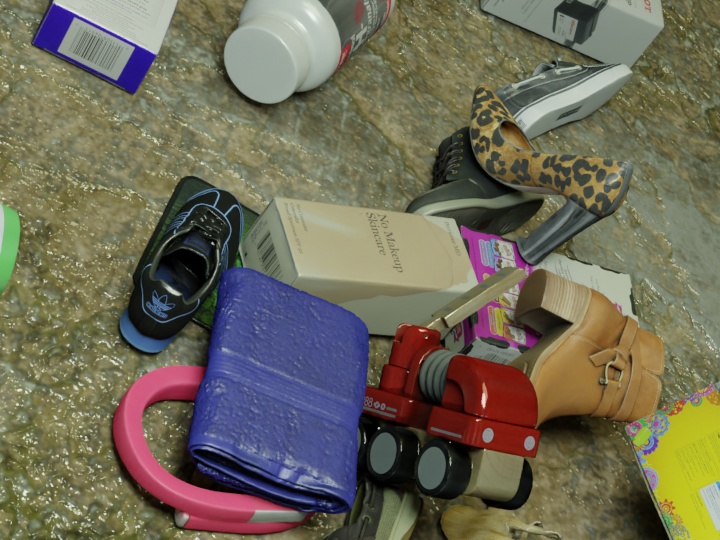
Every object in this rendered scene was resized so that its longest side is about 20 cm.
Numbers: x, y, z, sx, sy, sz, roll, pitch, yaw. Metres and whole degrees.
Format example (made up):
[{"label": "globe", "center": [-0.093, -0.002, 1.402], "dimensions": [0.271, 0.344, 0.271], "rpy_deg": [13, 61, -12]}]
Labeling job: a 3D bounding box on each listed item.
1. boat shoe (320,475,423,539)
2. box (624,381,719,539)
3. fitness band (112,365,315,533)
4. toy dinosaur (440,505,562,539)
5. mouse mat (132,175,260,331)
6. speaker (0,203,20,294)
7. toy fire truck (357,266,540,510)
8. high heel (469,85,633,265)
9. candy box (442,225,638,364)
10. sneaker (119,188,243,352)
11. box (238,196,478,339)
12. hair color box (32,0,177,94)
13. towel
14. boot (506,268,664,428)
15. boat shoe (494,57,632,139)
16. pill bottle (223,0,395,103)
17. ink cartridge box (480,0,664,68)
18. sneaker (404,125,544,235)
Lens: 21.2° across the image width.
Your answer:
[{"label": "boat shoe", "center": [-0.007, 0.239, 1.556], "dimensions": [0.065, 0.073, 0.200], "rpy_deg": [29, 30, 2]}, {"label": "box", "center": [0.346, 0.227, 1.709], "dimensions": [0.193, 0.122, 0.201], "rpy_deg": [45, 22, -58]}, {"label": "fitness band", "center": [-0.109, 0.147, 1.586], "dimensions": [0.199, 0.037, 0.144], "rpy_deg": [9, 47, -31]}, {"label": "toy dinosaur", "center": [0.110, 0.240, 1.657], "dimensions": [0.101, 0.058, 0.200], "rpy_deg": [30, 32, 13]}, {"label": "mouse mat", "center": [-0.097, 0.009, 1.733], "dimensions": [0.199, 0.008, 0.161], "rpy_deg": [31, 42, -11]}, {"label": "speaker", "center": [-0.374, -0.034, 1.516], "dimensions": [0.199, 0.089, 0.089], "rpy_deg": [14, 48, -26]}, {"label": "toy fire truck", "center": [0.088, 0.088, 1.620], "dimensions": [0.128, 0.176, 0.201], "rpy_deg": [14, 88, -37]}, {"label": "high heel", "center": [0.183, -0.123, 1.843], "dimensions": [0.071, 0.142, 0.201], "rpy_deg": [8, 53, -46]}, {"label": "candy box", "center": [0.173, 0.049, 1.848], "dimensions": [0.199, 0.061, 0.137], "rpy_deg": [15, 48, -23]}, {"label": "sneaker", "center": [-0.140, -0.015, 1.660], "dimensions": [0.070, 0.078, 0.200], "rpy_deg": [32, 43, -7]}, {"label": "box", "center": [0.000, 0.000, 1.746], "dimensions": [0.199, 0.078, 0.095], "rpy_deg": [4, 51, -34]}, {"label": "hair color box", "center": [-0.230, -0.272, 1.839], "dimensions": [0.109, 0.065, 0.201], "rpy_deg": [26, 45, -13]}, {"label": "towel", "center": [-0.067, 0.101, 1.594], "dimensions": [0.147, 0.050, 0.201], "rpy_deg": [24, 45, -18]}, {"label": "boot", "center": [0.195, 0.114, 1.752], "dimensions": [0.155, 0.077, 0.201], "rpy_deg": [29, 62, -24]}, {"label": "boat shoe", "center": [0.217, -0.199, 2.093], "dimensions": [0.199, 0.072, 0.068], "rpy_deg": [-26, 73, -38]}, {"label": "pill bottle", "center": [-0.053, -0.245, 1.905], "dimensions": [0.111, 0.111, 0.200], "rpy_deg": [40, 42, 1]}, {"label": "ink cartridge box", "center": [0.241, -0.336, 2.211], "dimensions": [0.199, 0.084, 0.146], "rpy_deg": [20, 45, -20]}, {"label": "sneaker", "center": [0.087, -0.082, 1.900], "dimensions": [0.199, 0.075, 0.106], "rpy_deg": [-11, 57, -52]}]
